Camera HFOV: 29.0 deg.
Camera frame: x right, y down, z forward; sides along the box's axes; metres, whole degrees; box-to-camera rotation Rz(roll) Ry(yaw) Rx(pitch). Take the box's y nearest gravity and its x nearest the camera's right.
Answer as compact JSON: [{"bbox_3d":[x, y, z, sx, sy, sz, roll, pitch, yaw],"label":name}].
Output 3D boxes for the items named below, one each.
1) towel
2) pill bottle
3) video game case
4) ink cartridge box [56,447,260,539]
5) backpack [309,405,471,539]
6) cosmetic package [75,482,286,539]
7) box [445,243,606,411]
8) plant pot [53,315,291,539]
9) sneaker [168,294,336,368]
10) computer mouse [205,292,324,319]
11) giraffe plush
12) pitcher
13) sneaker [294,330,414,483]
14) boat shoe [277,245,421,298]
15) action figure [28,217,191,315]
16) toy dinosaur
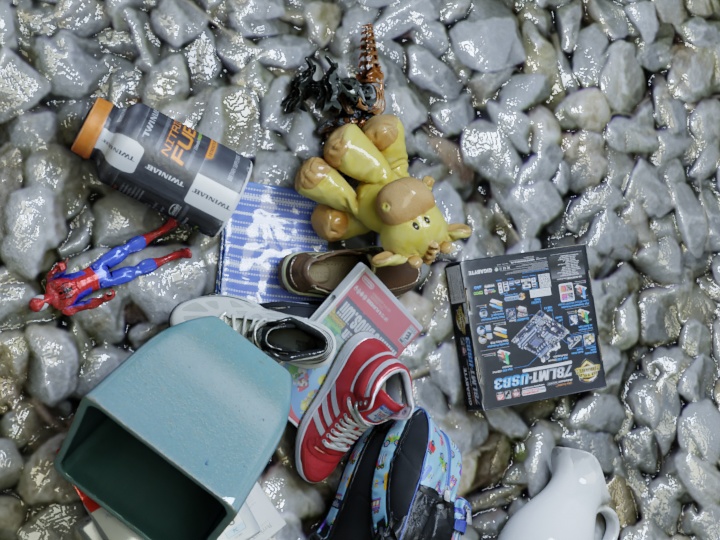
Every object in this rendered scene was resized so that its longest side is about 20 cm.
[{"bbox_3d":[-0.107,-0.008,1.731,0.144,0.024,0.201,7,82,-23],"label":"towel"},{"bbox_3d":[-0.237,-0.127,1.637,0.200,0.106,0.106,27,75,-13],"label":"pill bottle"},{"bbox_3d":[-0.026,0.105,1.705,0.200,0.017,0.143,-48,131,-6],"label":"video game case"},{"bbox_3d":[-0.229,0.254,1.588,0.160,0.047,0.200,-30,96,-23],"label":"ink cartridge box"},{"bbox_3d":[0.051,0.274,1.698,0.134,0.182,0.200,30,62,-27],"label":"backpack"},{"bbox_3d":[-0.210,0.301,1.643,0.200,0.052,0.151,-37,96,-22],"label":"cosmetic package"},{"bbox_3d":[0.223,0.074,1.852,0.199,0.050,0.199,-8,89,-24],"label":"box"},{"bbox_3d":[-0.185,0.169,1.524,0.196,0.196,0.200,37,52,1],"label":"plant pot"},{"bbox_3d":[-0.127,0.063,1.596,0.200,0.115,0.076,10,81,1],"label":"sneaker"},{"bbox_3d":[-0.101,0.102,1.688,0.199,0.046,0.141,5,85,-26],"label":"computer mouse"},{"bbox_3d":[0.038,-0.072,1.689,0.173,0.162,0.200,-44,126,0],"label":"giraffe plush"},{"bbox_3d":[0.265,0.359,1.818,0.172,0.121,0.200,52,57,-27],"label":"pitcher"},{"bbox_3d":[-0.006,0.183,1.670,0.071,0.112,0.200,16,102,-38],"label":"sneaker"},{"bbox_3d":[0.000,0.006,1.737,0.202,0.075,0.075,-5,88,-33],"label":"boat shoe"},{"bbox_3d":[-0.290,-0.001,1.615,0.200,0.099,0.065,-27,95,-21],"label":"action figure"},{"bbox_3d":[-0.017,-0.212,1.768,0.135,0.102,0.201,17,60,-36],"label":"toy dinosaur"}]
